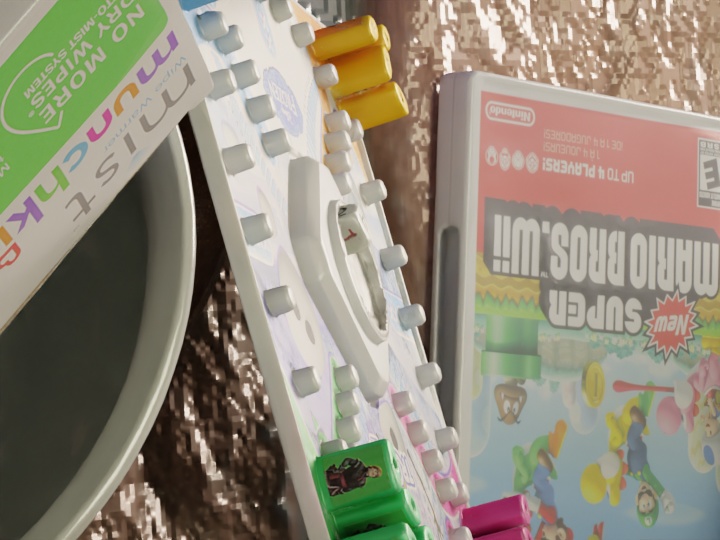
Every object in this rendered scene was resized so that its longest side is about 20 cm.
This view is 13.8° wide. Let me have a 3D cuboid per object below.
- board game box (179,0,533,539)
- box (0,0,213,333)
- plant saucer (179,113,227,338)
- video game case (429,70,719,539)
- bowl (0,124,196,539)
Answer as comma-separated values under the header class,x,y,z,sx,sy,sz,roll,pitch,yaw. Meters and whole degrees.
class,x,y,z,sx,sy,sz,roll,pitch,yaw
board game box,0.000,0.000,0.845,0.200,0.026,0.200,32,41,-74
box,-0.165,-0.029,0.633,0.200,0.176,0.097,-49,159,-10
plant saucer,-0.118,-0.046,0.826,0.200,0.034,0.200,-1,92,-39
video game case,0.078,0.038,1.034,0.143,0.017,0.200,7,84,-44
bowl,-0.131,0.013,0.710,0.090,0.201,0.201,68,35,-70
